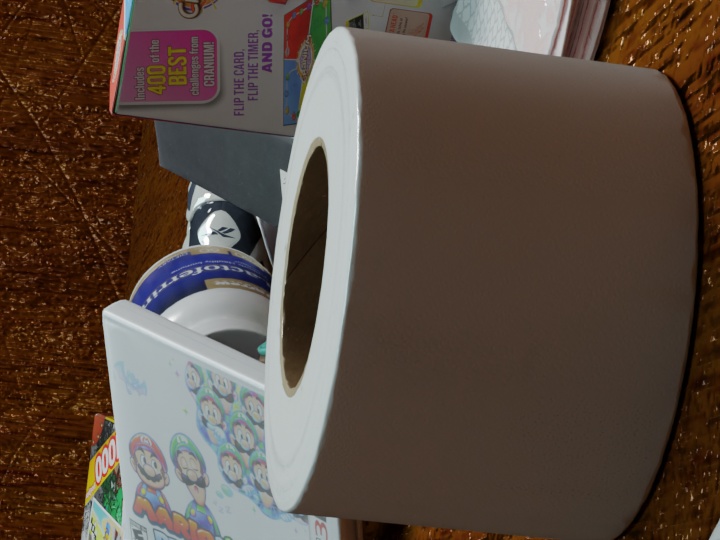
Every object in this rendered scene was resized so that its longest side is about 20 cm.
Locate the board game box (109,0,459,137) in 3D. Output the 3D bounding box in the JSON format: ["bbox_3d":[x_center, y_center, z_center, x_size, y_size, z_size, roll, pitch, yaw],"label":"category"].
[{"bbox_3d":[-0.026,-0.146,1.360,0.040,0.199,0.153,-100,20,-58],"label":"board game box"}]

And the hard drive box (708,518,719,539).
[{"bbox_3d":[0.142,0.124,0.595,0.156,0.076,0.200,107,165,-47],"label":"hard drive box"}]

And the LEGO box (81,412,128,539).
[{"bbox_3d":[-0.127,0.187,1.753,0.200,0.077,0.150,-169,85,-66],"label":"LEGO box"}]

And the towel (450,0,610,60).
[{"bbox_3d":[0.086,-0.156,1.223,0.200,0.032,0.192,-100,20,-56],"label":"towel"}]

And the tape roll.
[{"bbox_3d":[0.043,0.007,1.047,0.203,0.139,0.204,-173,90,-79],"label":"tape roll"}]

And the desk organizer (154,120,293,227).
[{"bbox_3d":[-0.040,-0.078,1.542,0.200,0.077,0.072,28,133,45],"label":"desk organizer"}]

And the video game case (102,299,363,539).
[{"bbox_3d":[-0.076,0.129,1.517,0.200,0.024,0.183,23,128,39],"label":"video game case"}]

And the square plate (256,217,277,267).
[{"bbox_3d":[-0.079,-0.098,1.753,0.198,0.028,0.201,76,176,-63],"label":"square plate"}]

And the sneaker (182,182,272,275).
[{"bbox_3d":[-0.099,0.025,1.907,0.199,0.079,0.130,95,-177,-60],"label":"sneaker"}]

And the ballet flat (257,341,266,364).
[{"bbox_3d":[0.000,0.046,1.446,0.072,0.068,0.200,58,149,2],"label":"ballet flat"}]

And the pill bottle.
[{"bbox_3d":[-0.093,0.059,1.667,0.200,0.115,0.116,-124,41,-74],"label":"pill bottle"}]
